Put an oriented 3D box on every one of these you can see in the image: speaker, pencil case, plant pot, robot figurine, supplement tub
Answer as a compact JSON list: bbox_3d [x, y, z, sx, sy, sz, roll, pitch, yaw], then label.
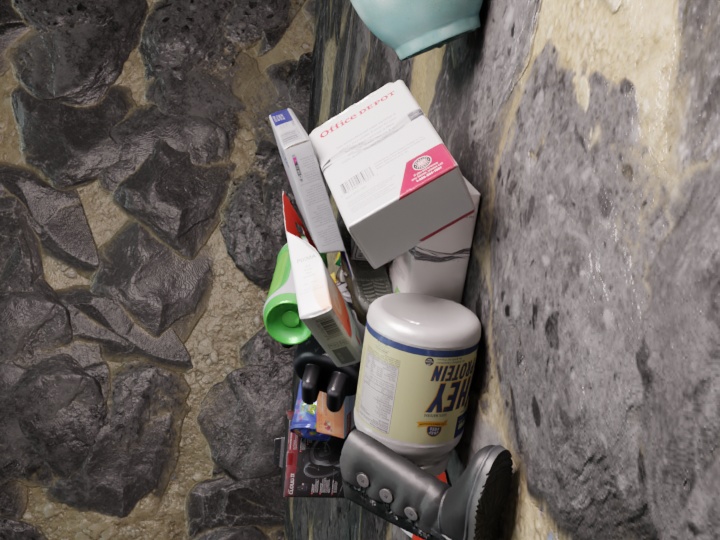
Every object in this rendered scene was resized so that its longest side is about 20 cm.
[{"bbox_3d":[-0.095,0.026,1.163,0.201,0.087,0.090,-86,5,-61],"label":"speaker"},{"bbox_3d":[-0.069,0.213,1.432,0.078,0.086,0.203,40,-124,-49],"label":"pencil case"},{"bbox_3d":[0.086,-0.367,1.035,0.200,0.198,0.136,-142,29,-77],"label":"plant pot"},{"bbox_3d":[-0.034,0.114,1.205,0.124,0.150,0.202,-22,39,46],"label":"robot figurine"},{"bbox_3d":[0.068,0.144,0.976,0.145,0.143,0.203,-116,31,-70],"label":"supplement tub"}]

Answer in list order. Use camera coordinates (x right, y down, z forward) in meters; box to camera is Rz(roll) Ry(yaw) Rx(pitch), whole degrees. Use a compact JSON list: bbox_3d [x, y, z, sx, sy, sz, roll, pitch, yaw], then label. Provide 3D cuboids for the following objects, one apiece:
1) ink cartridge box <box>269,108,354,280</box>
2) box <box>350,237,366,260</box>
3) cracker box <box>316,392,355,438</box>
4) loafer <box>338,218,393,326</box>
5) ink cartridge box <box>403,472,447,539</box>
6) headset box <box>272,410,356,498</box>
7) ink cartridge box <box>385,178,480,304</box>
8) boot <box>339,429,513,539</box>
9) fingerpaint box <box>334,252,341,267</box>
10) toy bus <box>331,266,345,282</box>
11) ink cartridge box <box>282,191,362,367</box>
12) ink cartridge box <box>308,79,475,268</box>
[{"bbox_3d":[-0.071,-0.104,1.058,0.197,0.043,0.202,-119,12,-65],"label":"ink cartridge box"},{"bbox_3d":[0.023,-0.126,1.104,0.117,0.059,0.202,106,167,-54],"label":"box"},{"bbox_3d":[-0.014,0.186,1.368,0.200,0.057,0.136,-40,-45,-62],"label":"cracker box"},{"bbox_3d":[0.000,0.000,1.133,0.070,0.074,0.202,109,162,-44],"label":"loafer"},{"bbox_3d":[0.077,0.319,1.125,0.201,0.047,0.162,-101,18,-61],"label":"ink cartridge box"},{"bbox_3d":[-0.070,0.356,1.494,0.077,0.197,0.151,-158,72,-79],"label":"headset box"},{"bbox_3d":[0.094,-0.036,1.072,0.146,0.083,0.203,-111,27,-66],"label":"ink cartridge box"},{"bbox_3d":[0.066,0.231,0.874,0.199,0.065,0.167,25,117,38],"label":"boot"},{"bbox_3d":[0.031,-0.098,1.343,0.200,0.073,0.169,124,169,-69],"label":"fingerpaint box"},{"bbox_3d":[-0.053,0.089,1.549,0.136,0.197,0.195,124,141,-73],"label":"toy bus"},{"bbox_3d":[-0.050,0.009,1.050,0.163,0.049,0.202,61,-163,-57],"label":"ink cartridge box"},{"bbox_3d":[0.033,-0.124,0.951,0.084,0.144,0.201,55,-172,-44],"label":"ink cartridge box"}]
